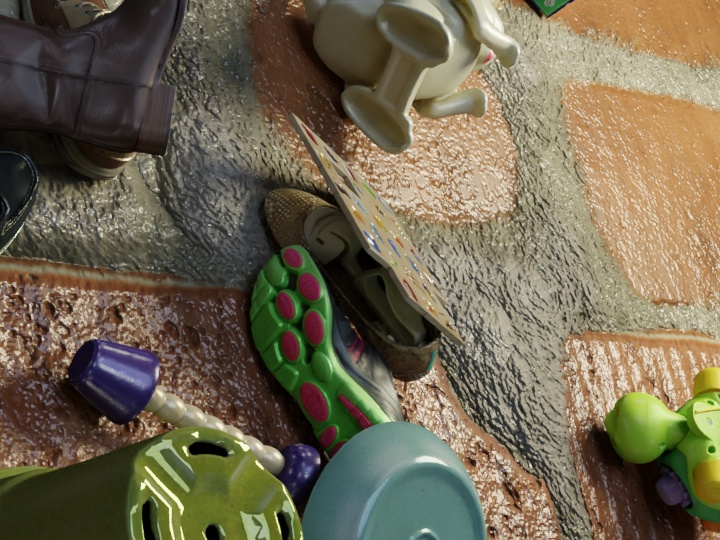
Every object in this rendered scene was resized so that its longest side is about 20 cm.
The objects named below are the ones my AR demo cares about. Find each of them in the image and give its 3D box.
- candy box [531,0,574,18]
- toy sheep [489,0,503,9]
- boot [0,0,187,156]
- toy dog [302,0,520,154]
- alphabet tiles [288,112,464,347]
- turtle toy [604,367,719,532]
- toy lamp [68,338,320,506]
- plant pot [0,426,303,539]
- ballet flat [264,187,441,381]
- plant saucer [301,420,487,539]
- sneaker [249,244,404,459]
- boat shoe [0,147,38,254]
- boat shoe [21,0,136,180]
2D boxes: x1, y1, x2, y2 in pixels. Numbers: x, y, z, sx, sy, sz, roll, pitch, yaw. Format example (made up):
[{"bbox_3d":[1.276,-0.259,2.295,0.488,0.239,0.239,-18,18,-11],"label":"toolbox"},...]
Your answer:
[{"bbox_3d":[0.191,-0.413,1.789,0.200,0.077,0.169,44,40,-16],"label":"candy box"},{"bbox_3d":[0.108,-0.349,1.615,0.138,0.138,0.200,10,72,-43],"label":"toy sheep"},{"bbox_3d":[-0.228,-0.179,1.132,0.200,0.064,0.187,8,73,-12],"label":"boot"},{"bbox_3d":[0.055,-0.216,1.493,0.194,0.140,0.200,30,33,24],"label":"toy dog"},{"bbox_3d":[0.020,-0.027,1.313,0.167,0.008,0.200,41,16,-51],"label":"alphabet tiles"},{"bbox_3d":[0.325,0.176,1.530,0.200,0.101,0.146,34,44,-27],"label":"turtle toy"},{"bbox_3d":[-0.120,0.108,1.137,0.200,0.058,0.058,34,45,-31],"label":"toy lamp"},{"bbox_3d":[-0.139,0.186,0.961,0.200,0.184,0.201,26,49,-35],"label":"plant pot"},{"bbox_3d":[0.000,0.000,1.301,0.200,0.065,0.071,49,56,4],"label":"ballet flat"},{"bbox_3d":[0.036,0.214,1.189,0.200,0.036,0.200,2,87,-45],"label":"plant saucer"},{"bbox_3d":[-0.024,0.075,1.260,0.200,0.077,0.084,65,17,8],"label":"sneaker"},{"bbox_3d":[-0.271,-0.038,1.058,0.075,0.066,0.199,56,39,-3],"label":"boat shoe"},{"bbox_3d":[-0.202,-0.170,1.213,0.076,0.072,0.200,-1,67,-47],"label":"boat shoe"}]
